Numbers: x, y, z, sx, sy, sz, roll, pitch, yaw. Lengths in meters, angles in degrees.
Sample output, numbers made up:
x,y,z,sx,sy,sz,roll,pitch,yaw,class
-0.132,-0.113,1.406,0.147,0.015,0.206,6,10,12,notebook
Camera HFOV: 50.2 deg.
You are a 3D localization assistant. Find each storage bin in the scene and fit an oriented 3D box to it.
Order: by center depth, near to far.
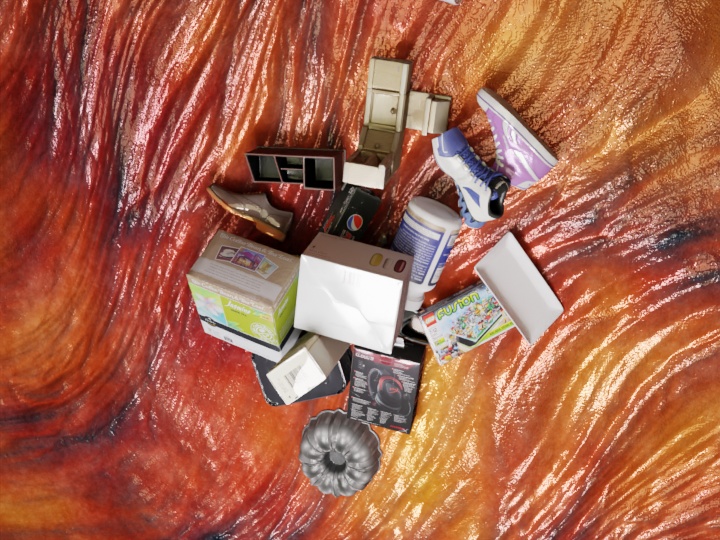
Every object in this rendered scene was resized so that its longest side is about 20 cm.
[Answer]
x,y,z,sx,sy,sz,roll,pitch,yaw,class
-0.122,0.200,1.665,0.195,0.094,0.139,-14,103,18,storage bin

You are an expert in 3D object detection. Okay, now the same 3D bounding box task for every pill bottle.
x,y,z,sx,sy,sz,roll,pitch,yaw,class
0.114,-0.031,1.515,0.114,0.116,0.204,25,111,6,pill bottle

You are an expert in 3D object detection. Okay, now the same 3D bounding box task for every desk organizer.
x,y,z,sx,sy,sz,roll,pitch,yaw,class
-0.132,-0.206,1.551,0.194,0.077,0.074,4,108,14,desk organizer

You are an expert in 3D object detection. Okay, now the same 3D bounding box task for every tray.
x,y,z,sx,sy,sz,roll,pitch,yaw,class
0.308,0.036,1.503,0.107,0.022,0.201,-42,103,-15,tray

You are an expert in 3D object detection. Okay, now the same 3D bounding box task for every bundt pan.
x,y,z,sx,sy,sz,roll,pitch,yaw,class
-0.053,0.419,1.723,0.196,0.076,0.208,5,107,15,bundt pan

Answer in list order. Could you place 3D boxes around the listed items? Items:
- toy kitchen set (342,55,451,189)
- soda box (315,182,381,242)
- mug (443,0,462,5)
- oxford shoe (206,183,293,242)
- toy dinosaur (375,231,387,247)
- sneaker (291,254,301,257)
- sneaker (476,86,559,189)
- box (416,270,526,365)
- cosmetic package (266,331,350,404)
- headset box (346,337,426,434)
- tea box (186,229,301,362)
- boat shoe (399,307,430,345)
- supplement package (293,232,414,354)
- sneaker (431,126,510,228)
x,y,z,sx,sy,sz,roll,pitch,yaw,class
0.073,-0.270,1.418,0.159,0.181,0.205,11,114,11,toy kitchen set
-0.039,-0.077,1.544,0.070,0.063,0.203,22,106,-30,soda box
0.123,-0.588,1.340,0.172,0.148,0.204,23,82,15,mug
-0.230,-0.139,1.614,0.197,0.071,0.074,30,93,0,oxford shoe
0.000,0.000,1.576,0.060,0.108,0.199,27,130,-36,toy dinosaur
-0.180,0.009,1.632,0.194,0.075,0.087,10,110,12,sneaker
0.264,-0.238,1.436,0.201,0.073,0.114,47,115,-2,sneaker
0.221,0.092,1.530,0.196,0.035,0.112,-28,99,-1,box
-0.096,0.170,1.491,0.103,0.200,0.074,-35,95,18,cosmetic package
0.055,0.228,1.620,0.145,0.075,0.205,11,118,12,headset box
-0.221,0.053,1.553,0.196,0.135,0.199,18,143,18,tea box
0.084,0.099,1.592,0.196,0.068,0.073,23,113,9,boat shoe
-0.012,0.040,1.455,0.195,0.111,0.160,14,117,10,supplement package
0.222,-0.178,1.435,0.114,0.080,0.203,-2,118,57,sneaker
